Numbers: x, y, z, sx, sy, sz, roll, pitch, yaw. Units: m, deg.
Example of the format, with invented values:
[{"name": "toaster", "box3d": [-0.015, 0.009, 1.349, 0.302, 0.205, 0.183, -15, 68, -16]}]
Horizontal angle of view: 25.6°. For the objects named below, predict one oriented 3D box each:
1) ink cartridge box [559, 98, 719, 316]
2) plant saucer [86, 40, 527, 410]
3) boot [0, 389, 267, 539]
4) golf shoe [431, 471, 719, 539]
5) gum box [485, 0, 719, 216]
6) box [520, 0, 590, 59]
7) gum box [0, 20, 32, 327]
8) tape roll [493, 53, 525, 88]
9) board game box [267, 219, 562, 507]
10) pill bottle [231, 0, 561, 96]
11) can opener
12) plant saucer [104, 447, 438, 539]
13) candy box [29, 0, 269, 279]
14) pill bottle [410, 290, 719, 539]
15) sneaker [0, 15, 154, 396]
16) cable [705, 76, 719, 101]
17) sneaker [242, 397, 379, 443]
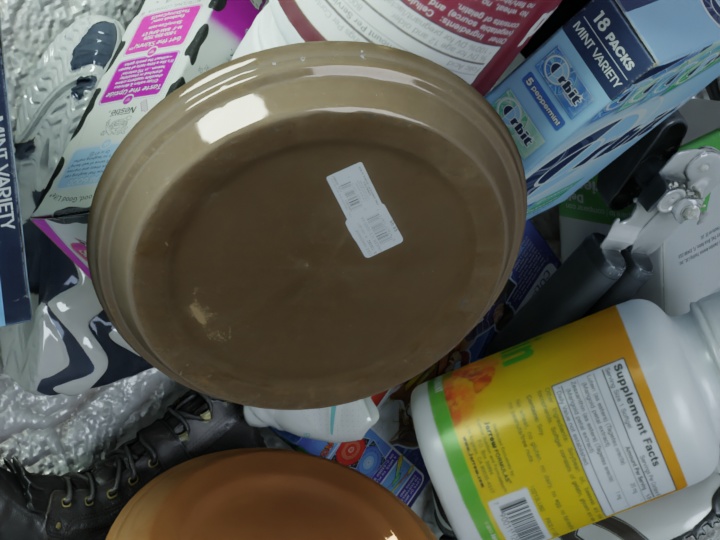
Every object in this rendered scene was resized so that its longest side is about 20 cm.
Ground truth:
[{"name": "ink cartridge box", "box3d": [0.202, 0.002, 1.037, 0.145, 0.084, 0.202, -24, 116, -45]}, {"name": "plant saucer", "box3d": [-0.020, -0.009, 0.696, 0.198, 0.030, 0.201, -7, 130, -8]}, {"name": "boot", "box3d": [-0.135, 0.111, 0.874, 0.174, 0.069, 0.201, -40, 132, -19]}, {"name": "golf shoe", "box3d": [0.132, 0.134, 0.991, 0.078, 0.199, 0.095, -45, 120, -62]}, {"name": "gum box", "box3d": [0.113, -0.082, 0.807, 0.169, 0.200, 0.045, -25, 78, -47]}, {"name": "box", "box3d": [0.149, -0.201, 0.807, 0.141, 0.200, 0.079, -39, 81, -21]}, {"name": "gum box", "box3d": [-0.207, -0.079, 0.684, 0.044, 0.200, 0.171, -13, 111, -31]}, {"name": "tape roll", "box3d": [0.062, -0.188, 0.917, 0.201, 0.071, 0.204, -11, 110, -32]}, {"name": "board game box", "box3d": [0.039, 0.045, 0.970, 0.201, 0.034, 0.135, -54, 139, -10]}, {"name": "pill bottle", "box3d": [0.031, -0.136, 0.692, 0.114, 0.115, 0.200, 10, 135, -35]}, {"name": "can opener", "box3d": [0.144, -0.010, 0.946, 0.052, 0.067, 0.200, 7, 129, -40]}, {"name": "plant saucer", "box3d": [-0.036, 0.164, 0.808, 0.199, 0.201, 0.038, -12, 140, -31]}, {"name": "candy box", "box3d": [-0.065, -0.065, 0.786, 0.137, 0.061, 0.201, 51, 47, -39]}, {"name": "pill bottle", "box3d": [0.138, 0.084, 0.914, 0.199, 0.111, 0.112, -22, 119, 8]}, {"name": "sneaker", "box3d": [-0.112, -0.031, 0.838, 0.129, 0.079, 0.201, 0, 103, -36]}, {"name": "cable", "box3d": [0.274, -0.095, 1.098, 0.096, 0.050, 0.202, -3, 104, -32]}, {"name": "sneaker", "box3d": [0.000, 0.000, 0.887, 0.070, 0.080, 0.202, 26, 80, -76]}]
